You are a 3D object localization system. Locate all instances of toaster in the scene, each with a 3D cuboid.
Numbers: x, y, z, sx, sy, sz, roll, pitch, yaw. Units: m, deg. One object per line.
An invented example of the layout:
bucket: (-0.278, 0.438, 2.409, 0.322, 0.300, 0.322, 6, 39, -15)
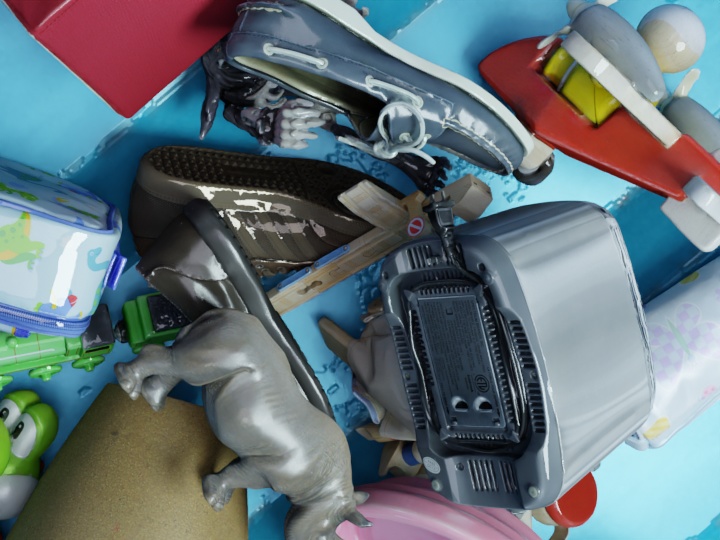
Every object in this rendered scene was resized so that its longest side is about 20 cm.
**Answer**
toaster: (0.097, 0.038, 0.879, 0.129, 0.114, 0.200, -22, 100, -42)

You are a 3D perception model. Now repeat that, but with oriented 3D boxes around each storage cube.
storage cube: (-0.142, -0.223, 0.844, 0.180, 0.200, 0.171, -41, 79, -1)

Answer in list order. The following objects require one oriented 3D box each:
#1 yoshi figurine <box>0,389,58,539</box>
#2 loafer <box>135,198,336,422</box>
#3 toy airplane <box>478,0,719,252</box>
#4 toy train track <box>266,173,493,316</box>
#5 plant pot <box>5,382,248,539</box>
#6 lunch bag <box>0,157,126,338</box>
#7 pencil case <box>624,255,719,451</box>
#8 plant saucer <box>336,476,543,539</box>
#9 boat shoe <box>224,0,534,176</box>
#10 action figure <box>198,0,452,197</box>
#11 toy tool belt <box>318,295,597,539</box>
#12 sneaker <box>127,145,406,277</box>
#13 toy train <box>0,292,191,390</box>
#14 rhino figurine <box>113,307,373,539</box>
yoshi figurine: (-0.276, 0.161, 0.941, 0.112, 0.112, 0.200, 31, 90, -5)
loafer: (-0.080, 0.050, 0.929, 0.071, 0.073, 0.200, -30, 112, -5)
toy airplane: (0.186, -0.101, 0.924, 0.199, 0.200, 0.141, 26, 90, -11)
toy train track: (0.000, 0.000, 0.943, 0.200, 0.033, 0.115, -29, 143, 29)
plant pot: (-0.145, 0.181, 0.940, 0.186, 0.186, 0.200, 18, 81, -11)
lunch bag: (-0.222, -0.022, 0.871, 0.161, 0.200, 0.083, 16, 97, -12)
pencil case: (0.251, 0.042, 1.015, 0.200, 0.083, 0.091, -31, 80, -2)
plant saucer: (0.059, 0.205, 0.976, 0.200, 0.200, 0.051, 41, 52, -12)
boat shoe: (0.013, -0.101, 0.862, 0.200, 0.075, 0.062, 30, 73, -24)
action figure: (-0.029, -0.123, 0.937, 0.200, 0.102, 0.119, 20, 80, -11)
toy tool belt: (0.063, 0.099, 0.993, 0.200, 0.123, 0.125, 50, 57, -19)
sneaker: (-0.056, -0.031, 0.976, 0.200, 0.070, 0.076, 12, 123, -13)
toy train: (-0.187, 0.044, 0.943, 0.200, 0.056, 0.042, -12, 79, -18)
rhino figurine: (-0.055, 0.109, 0.875, 0.087, 0.060, 0.200, -34, 105, 2)
